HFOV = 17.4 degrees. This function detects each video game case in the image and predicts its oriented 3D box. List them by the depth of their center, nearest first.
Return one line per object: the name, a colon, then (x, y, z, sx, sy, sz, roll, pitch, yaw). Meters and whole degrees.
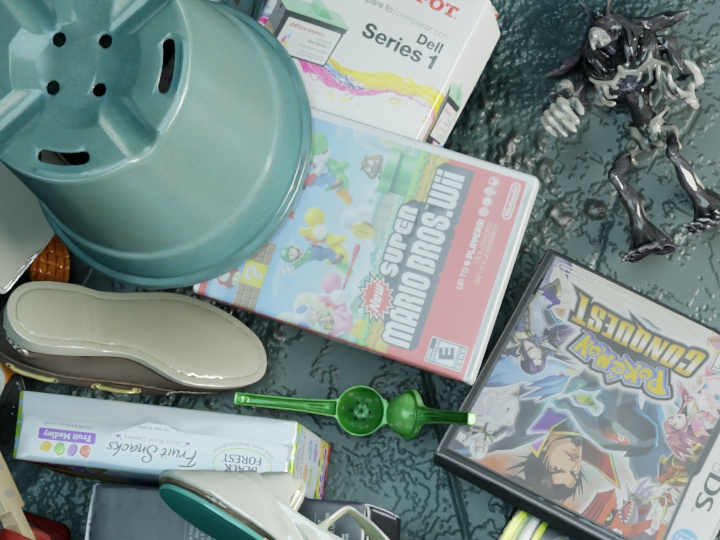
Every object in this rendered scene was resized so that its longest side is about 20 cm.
video game case: (0.003, -0.022, 1.562, 0.198, 0.017, 0.144, 18, 84, 12)
video game case: (0.179, 0.102, 1.656, 0.199, 0.026, 0.181, 26, 68, 12)

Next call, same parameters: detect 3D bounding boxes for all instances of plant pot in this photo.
plant pot: (-0.148, -0.106, 1.496, 0.198, 0.196, 0.202, -2, 78, 12)

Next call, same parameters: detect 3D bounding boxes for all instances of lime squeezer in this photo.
lime squeezer: (0.011, 0.097, 1.680, 0.199, 0.071, 0.038, 4, 69, 33)

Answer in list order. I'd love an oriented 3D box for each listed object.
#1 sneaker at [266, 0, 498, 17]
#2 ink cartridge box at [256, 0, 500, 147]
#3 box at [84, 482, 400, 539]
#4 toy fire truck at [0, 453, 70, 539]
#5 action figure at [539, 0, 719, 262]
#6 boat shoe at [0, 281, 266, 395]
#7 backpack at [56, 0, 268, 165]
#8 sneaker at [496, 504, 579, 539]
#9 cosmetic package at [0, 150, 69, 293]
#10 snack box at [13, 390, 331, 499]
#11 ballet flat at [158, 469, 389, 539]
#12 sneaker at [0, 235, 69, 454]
sneaker: (-0.002, -0.173, 1.734, 0.198, 0.077, 0.083, 9, 90, 12)
ink cartridge box: (-0.011, -0.122, 1.636, 0.144, 0.084, 0.201, 26, 83, 13)
box: (-0.081, 0.211, 1.647, 0.198, 0.148, 0.105, 4, 82, 9)
toy fire truck: (-0.253, 0.192, 1.640, 0.128, 0.176, 0.202, 18, 98, -8)
action figure: (0.195, -0.115, 1.678, 0.118, 0.102, 0.201, -23, 80, 17)
boat shoe: (-0.167, 0.057, 1.706, 0.198, 0.060, 0.072, 10, 55, -23)
backpack: (-0.168, -0.187, 1.716, 0.199, 0.126, 0.168, -35, 83, 30)
sneaker: (0.106, 0.260, 1.649, 0.080, 0.074, 0.201, 25, 87, 9)
cosmetic package: (-0.303, -0.073, 1.698, 0.199, 0.087, 0.104, 22, 69, 44)
snack box: (-0.131, 0.127, 1.671, 0.198, 0.142, 0.053, 5, 82, 10)
ballet flat: (-0.037, 0.173, 1.545, 0.199, 0.069, 0.070, 32, 87, 9)
sneaker: (-0.277, 0.053, 1.744, 0.075, 0.092, 0.201, 25, 61, -19)
